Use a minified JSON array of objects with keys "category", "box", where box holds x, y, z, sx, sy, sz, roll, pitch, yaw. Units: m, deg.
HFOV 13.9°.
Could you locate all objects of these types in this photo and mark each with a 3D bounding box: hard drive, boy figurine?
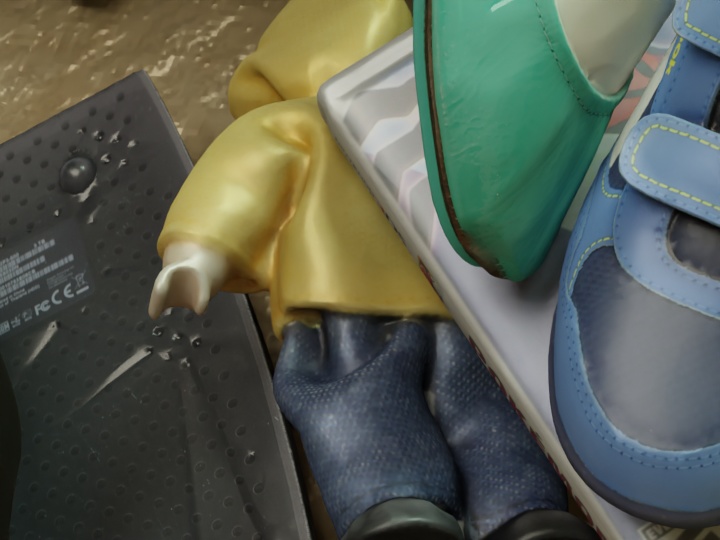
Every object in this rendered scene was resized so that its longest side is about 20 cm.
[{"category":"hard drive","box":[-0.081,0.051,0.804,0.134,0.042,0.201,-28,51,9]},{"category":"boy figurine","box":[0.000,0.000,0.760,0.065,0.124,0.201,121,144,-43]}]

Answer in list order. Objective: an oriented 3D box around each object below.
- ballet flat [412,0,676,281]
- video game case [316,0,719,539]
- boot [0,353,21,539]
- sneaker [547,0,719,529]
[{"category":"ballet flat","box":[0.047,-0.101,0.686,0.070,0.067,0.202,-9,76,25]},{"category":"video game case","box":[0.118,-0.024,0.711,0.199,0.023,0.183,-32,70,-5]},{"category":"boot","box":[-0.182,0.079,0.746,0.199,0.064,0.187,-18,62,5]},{"category":"sneaker","box":[0.097,-0.039,0.664,0.074,0.082,0.201,22,76,12]}]
